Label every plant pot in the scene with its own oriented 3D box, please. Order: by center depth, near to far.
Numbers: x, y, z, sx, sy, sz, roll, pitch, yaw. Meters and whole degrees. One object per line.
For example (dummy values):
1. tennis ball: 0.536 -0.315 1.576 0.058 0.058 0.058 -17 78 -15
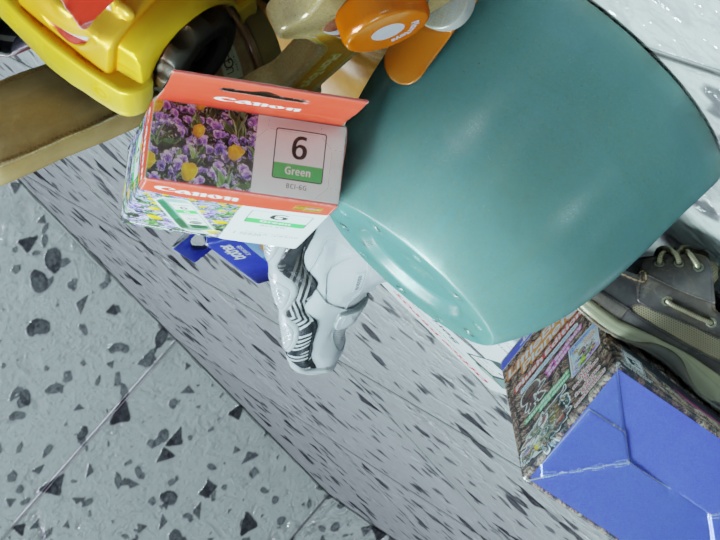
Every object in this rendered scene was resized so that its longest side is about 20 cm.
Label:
1. plant pot: 0.077 -0.056 1.249 0.201 0.161 0.201 40 169 9

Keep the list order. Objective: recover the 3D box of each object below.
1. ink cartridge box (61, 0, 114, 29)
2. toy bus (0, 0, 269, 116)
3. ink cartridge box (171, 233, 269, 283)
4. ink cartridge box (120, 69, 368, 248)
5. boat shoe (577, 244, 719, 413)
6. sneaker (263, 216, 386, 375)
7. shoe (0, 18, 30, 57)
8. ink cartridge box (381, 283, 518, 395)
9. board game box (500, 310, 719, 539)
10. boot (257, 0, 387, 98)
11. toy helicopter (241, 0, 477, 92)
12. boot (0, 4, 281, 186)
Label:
1. ink cartridge box: -0.075 -0.207 1.056 0.050 0.200 0.162 45 173 28
2. toy bus: -0.101 -0.210 1.185 0.136 0.200 0.192 39 160 12
3. ink cartridge box: -0.031 -0.050 1.518 0.136 0.200 0.076 41 -140 -72
4. ink cartridge box: -0.068 -0.058 1.203 0.109 0.050 0.200 8 170 -11
5. boat shoe: 0.195 0.017 1.369 0.200 0.073 0.075 35 -165 -10
6. sneaker: 0.000 0.000 1.428 0.200 0.115 0.075 81 -176 -53
7. shoe: -0.250 -0.185 1.325 0.200 0.091 0.071 4 152 25
8. ink cartridge box: 0.117 0.031 1.669 0.146 0.084 0.200 45 169 -17
9. board game box: 0.188 0.103 1.430 0.159 0.097 0.200 34 -165 -12
10. boot: -0.063 -0.161 1.386 0.201 0.071 0.144 33 127 15
11. toy helicopter: 0.001 -0.134 1.165 0.200 0.132 0.079 -38 69 50
12. boot: -0.165 -0.116 1.311 0.175 0.200 0.066 26 138 67
